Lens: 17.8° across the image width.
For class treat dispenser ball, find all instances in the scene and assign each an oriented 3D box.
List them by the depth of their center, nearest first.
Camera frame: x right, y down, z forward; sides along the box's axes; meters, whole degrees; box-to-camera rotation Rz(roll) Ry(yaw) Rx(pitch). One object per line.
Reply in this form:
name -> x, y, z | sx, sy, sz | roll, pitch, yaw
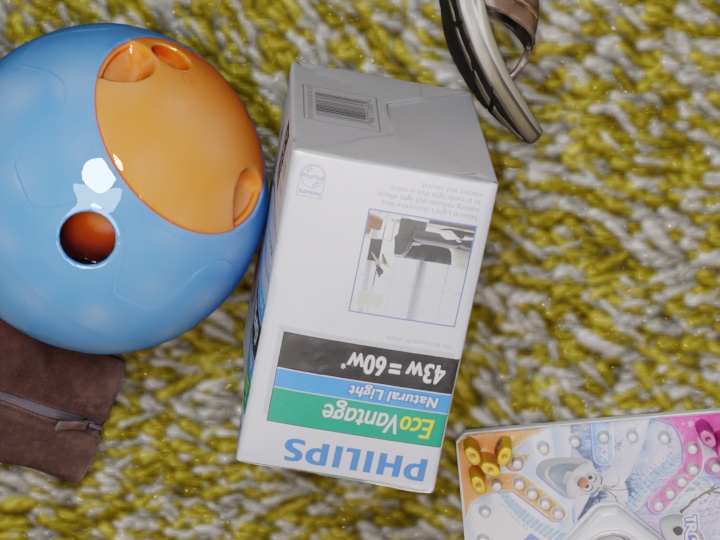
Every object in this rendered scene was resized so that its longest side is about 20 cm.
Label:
treat dispenser ball -> -0.156, -0.050, 1.397 | 0.200, 0.201, 0.202 | 0, 109, 1

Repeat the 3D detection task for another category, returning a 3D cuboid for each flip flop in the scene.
flip flop -> 0.078, -0.172, 1.423 | 0.057, 0.081, 0.201 | -22, 103, -7

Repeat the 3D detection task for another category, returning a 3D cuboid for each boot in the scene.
boot -> -0.235, 0.038, 1.512 | 0.166, 0.072, 0.201 | 14, 108, -17

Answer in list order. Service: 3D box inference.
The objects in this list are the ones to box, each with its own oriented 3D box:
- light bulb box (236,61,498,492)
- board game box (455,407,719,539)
light bulb box -> 0.000, 0.000, 1.412 | 0.124, 0.198, 0.201 | 10, 109, -5
board game box -> 0.172, 0.197, 1.571 | 0.199, 0.026, 0.201 | -5, 109, 3
